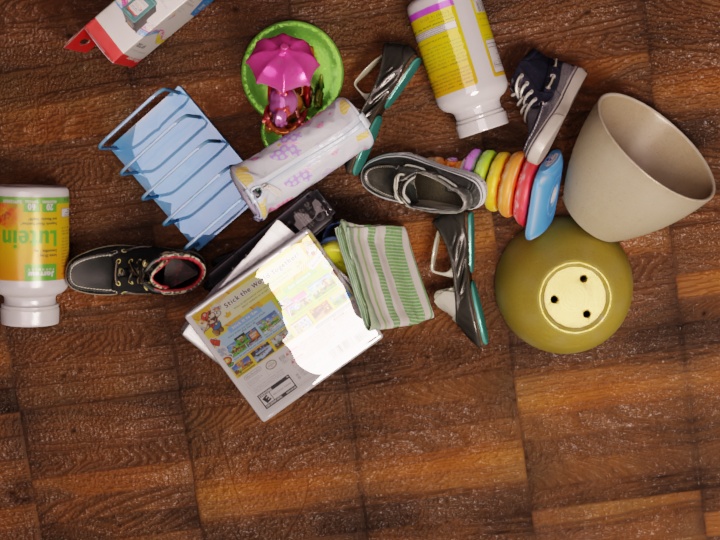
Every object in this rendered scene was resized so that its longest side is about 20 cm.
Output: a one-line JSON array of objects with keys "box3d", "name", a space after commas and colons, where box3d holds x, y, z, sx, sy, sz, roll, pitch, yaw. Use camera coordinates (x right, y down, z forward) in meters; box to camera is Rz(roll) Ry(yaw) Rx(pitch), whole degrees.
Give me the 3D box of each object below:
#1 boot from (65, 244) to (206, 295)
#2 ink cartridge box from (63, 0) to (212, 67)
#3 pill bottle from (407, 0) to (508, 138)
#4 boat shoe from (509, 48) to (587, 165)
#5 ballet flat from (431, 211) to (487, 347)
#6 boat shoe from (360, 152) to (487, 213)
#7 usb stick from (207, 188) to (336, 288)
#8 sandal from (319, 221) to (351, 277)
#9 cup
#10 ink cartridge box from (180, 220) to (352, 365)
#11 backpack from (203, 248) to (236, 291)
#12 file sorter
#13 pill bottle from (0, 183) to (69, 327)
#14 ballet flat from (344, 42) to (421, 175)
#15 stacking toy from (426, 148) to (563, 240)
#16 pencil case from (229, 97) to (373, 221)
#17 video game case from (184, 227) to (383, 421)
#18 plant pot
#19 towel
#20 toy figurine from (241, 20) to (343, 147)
[{"box3d": [-0.314, 0.000, 1.638, 0.203, 0.154, 0.074, -2, 93, -11], "name": "boot"}, {"box3d": [-0.310, -0.350, 1.641, 0.200, 0.116, 0.067, -38, 93, 7], "name": "ink cartridge box"}, {"box3d": [0.142, -0.290, 1.625, 0.104, 0.104, 0.201, -18, 94, 5], "name": "pill bottle"}, {"box3d": [0.238, -0.227, 1.601, 0.093, 0.200, 0.075, 27, 136, 6], "name": "boat shoe"}, {"box3d": [0.138, 0.012, 1.674, 0.068, 0.068, 0.201, -7, 86, 13], "name": "ballet flat"}, {"box3d": [0.077, -0.122, 1.627, 0.199, 0.071, 0.072, 10, 110, 32], "name": "boat shoe"}, {"box3d": [-0.121, -0.033, 1.581, 0.200, 0.033, 0.056, -39, 90, 10], "name": "usb stick"}, {"box3d": [0.000, 0.000, 1.648, 0.079, 0.087, 0.200, -16, 138, 17], "name": "sandal"}, {"box3d": [0.362, -0.123, 1.602, 0.200, 0.200, 0.143, 38, 125, -1], "name": "cup"}, {"box3d": [-0.118, 0.056, 1.576, 0.162, 0.057, 0.200, 39, 87, -14], "name": "ink cartridge box"}, {"box3d": [-0.110, 0.052, 1.667, 0.166, 0.127, 0.201, -18, 95, 17], "name": "backpack"}, {"box3d": [-0.254, -0.143, 1.657, 0.139, 0.123, 0.200, -40, 93, 7], "name": "file sorter"}, {"box3d": [-0.478, -0.023, 1.688, 0.111, 0.111, 0.201, 2, 96, 3], "name": "pill bottle"}, {"box3d": [0.013, -0.234, 1.662, 0.068, 0.068, 0.200, 30, 91, 10], "name": "ballet flat"}, {"box3d": [0.179, -0.131, 1.649, 0.199, 0.116, 0.110, 16, 123, 19], "name": "stacking toy"}, {"box3d": [-0.080, -0.152, 1.571, 0.200, 0.091, 0.083, -35, 89, -12], "name": "pencil case"}, {"box3d": [-0.100, 0.073, 1.547, 0.200, 0.023, 0.182, -35, 104, -1], "name": "video game case"}, {"box3d": [0.292, 0.028, 1.630, 0.199, 0.142, 0.201, 0, 95, 3], "name": "plant pot"}, {"box3d": [0.036, 0.004, 1.605, 0.023, 0.200, 0.153, -21, 81, 25], "name": "towel"}, {"box3d": [-0.106, -0.250, 1.605, 0.150, 0.184, 0.201, 6, 97, 3], "name": "toy figurine"}]
